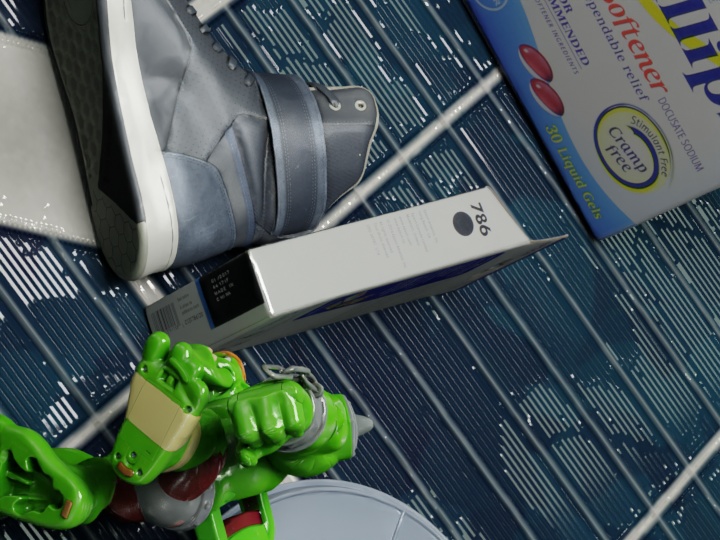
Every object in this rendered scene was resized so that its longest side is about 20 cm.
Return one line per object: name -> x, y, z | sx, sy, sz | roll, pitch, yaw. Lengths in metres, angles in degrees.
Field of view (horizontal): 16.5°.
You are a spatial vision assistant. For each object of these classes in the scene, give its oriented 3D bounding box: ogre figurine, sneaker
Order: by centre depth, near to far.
ogre figurine -> -0.085, 0.083, 1.102 | 0.120, 0.200, 0.098 | 10, 47, -57
sneaker -> -0.073, -0.106, 1.229 | 0.146, 0.077, 0.203 | -12, 90, -28

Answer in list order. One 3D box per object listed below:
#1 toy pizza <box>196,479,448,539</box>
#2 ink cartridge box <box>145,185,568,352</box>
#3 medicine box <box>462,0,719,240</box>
toy pizza -> -0.015, 0.201, 1.195 | 0.200, 0.032, 0.201 | 9, 71, -30
ink cartridge box -> 0.000, 0.000, 1.240 | 0.200, 0.099, 0.039 | -14, 81, -40
medicine box -> 0.179, -0.140, 1.359 | 0.103, 0.200, 0.182 | -30, 92, -40
